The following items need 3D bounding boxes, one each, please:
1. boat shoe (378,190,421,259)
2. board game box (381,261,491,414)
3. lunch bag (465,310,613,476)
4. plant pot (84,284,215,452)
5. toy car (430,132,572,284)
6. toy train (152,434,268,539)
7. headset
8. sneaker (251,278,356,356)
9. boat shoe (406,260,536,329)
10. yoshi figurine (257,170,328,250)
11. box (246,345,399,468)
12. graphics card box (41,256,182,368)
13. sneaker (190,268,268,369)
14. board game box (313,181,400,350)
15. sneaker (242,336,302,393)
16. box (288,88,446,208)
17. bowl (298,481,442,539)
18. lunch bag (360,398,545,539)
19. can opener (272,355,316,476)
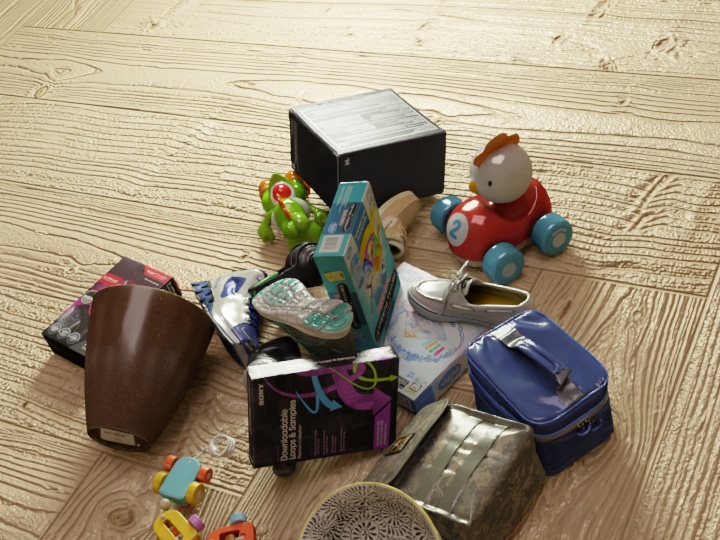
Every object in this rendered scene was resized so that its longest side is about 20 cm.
[{"bbox_3d":[0.040,-0.043,1.797,0.069,0.074,0.200,29,64,30],"label":"boat shoe"},{"bbox_3d":[0.074,0.095,1.653,0.200,0.043,0.199,27,59,39],"label":"board game box"},{"bbox_3d":[0.233,0.155,1.468,0.136,0.133,0.200,-32,43,-15],"label":"lunch bag"},{"bbox_3d":[-0.325,0.153,1.649,0.186,0.187,0.201,0,59,19],"label":"plant pot"},{"bbox_3d":[0.200,-0.121,1.720,0.176,0.200,0.184,-30,43,-13],"label":"toy car"},{"bbox_3d":[-0.200,0.321,1.506,0.150,0.056,0.200,-18,45,-1],"label":"toy train"},{"bbox_3d":[-0.070,0.003,1.708,0.200,0.094,0.123,-30,5,-7],"label":"headset"},{"bbox_3d":[-0.076,0.076,1.556,0.077,0.091,0.200,-35,35,-23],"label":"sneaker"},{"bbox_3d":[0.151,0.031,1.597,0.201,0.086,0.075,16,51,31],"label":"boat shoe"},{"bbox_3d":[-0.111,-0.085,1.892,0.112,0.113,0.200,18,21,-19],"label":"yoshi figurine"},{"bbox_3d":[-0.049,0.180,1.489,0.199,0.144,0.036,-7,29,-14],"label":"box"},{"bbox_3d":[-0.401,0.070,1.840,0.125,0.051,0.200,22,56,35],"label":"graphics card box"},{"bbox_3d":[-0.180,0.054,1.757,0.115,0.081,0.199,-30,42,-9],"label":"sneaker"},{"bbox_3d":[0.000,0.000,1.597,0.047,0.200,0.151,-1,44,20],"label":"board game box"},{"bbox_3d":[-0.073,0.153,1.561,0.076,0.200,0.114,-54,24,18],"label":"sneaker"},{"bbox_3d":[0.009,-0.197,1.886,0.199,0.124,0.198,-15,34,-21],"label":"box"},{"bbox_3d":[0.030,0.351,1.337,0.200,0.094,0.202,-7,77,29],"label":"bowl"},{"bbox_3d":[0.103,0.255,1.422,0.199,0.118,0.164,13,48,38],"label":"lunch bag"},{"bbox_3d":[-0.085,0.194,1.597,0.067,0.053,0.200,-8,44,13],"label":"can opener"}]
